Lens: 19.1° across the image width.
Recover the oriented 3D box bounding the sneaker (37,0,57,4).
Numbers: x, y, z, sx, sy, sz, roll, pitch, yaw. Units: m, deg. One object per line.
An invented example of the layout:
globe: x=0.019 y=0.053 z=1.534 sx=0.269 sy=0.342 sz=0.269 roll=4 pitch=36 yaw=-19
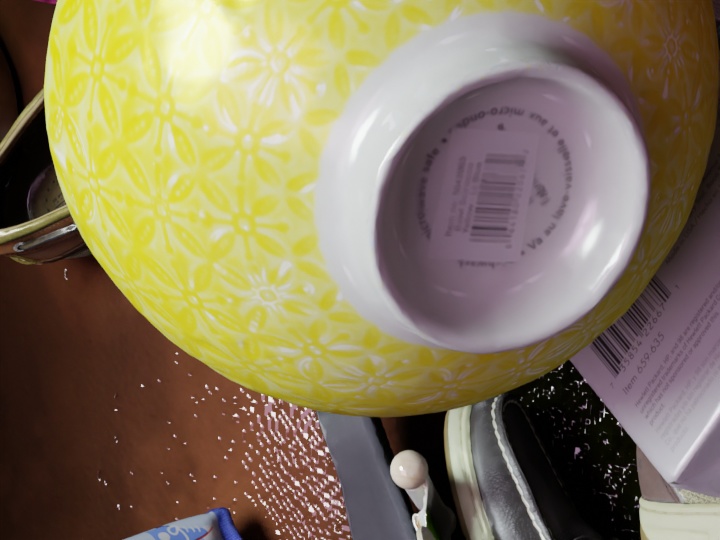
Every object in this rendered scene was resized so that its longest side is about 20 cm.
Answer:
sneaker: x=-0.135 y=-0.156 z=0.851 sx=0.200 sy=0.081 sz=0.089 roll=32 pitch=110 yaw=62

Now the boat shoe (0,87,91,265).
boat shoe: x=-0.091 y=-0.062 z=0.876 sx=0.200 sy=0.068 sz=0.072 roll=-43 pitch=71 yaw=32

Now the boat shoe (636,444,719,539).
boat shoe: x=0.171 y=0.053 z=0.702 sx=0.200 sy=0.071 sz=0.067 roll=-14 pitch=95 yaw=41

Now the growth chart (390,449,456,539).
growth chart: x=0.054 y=0.163 z=0.778 sx=0.018 sy=0.145 sz=0.202 roll=-22 pitch=81 yaw=1

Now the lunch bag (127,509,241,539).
lunch bag: x=-0.097 y=0.224 z=0.857 sx=0.124 sy=0.169 sz=0.201 roll=-44 pitch=70 yaw=46

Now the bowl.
bowl: x=0.021 y=-0.036 z=0.583 sx=0.108 sy=0.198 sz=0.202 roll=-127 pitch=49 yaw=-59

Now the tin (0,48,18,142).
tin: x=-0.226 y=-0.111 z=0.988 sx=0.112 sy=0.042 sz=0.201 roll=-33 pitch=78 yaw=31

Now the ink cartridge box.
ink cartridge box: x=0.103 y=-0.031 z=0.709 sx=0.116 sy=0.066 sz=0.200 roll=-58 pitch=41 yaw=22

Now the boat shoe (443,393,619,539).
boat shoe: x=0.094 y=0.131 z=0.780 sx=0.064 sy=0.073 sz=0.201 roll=-28 pitch=79 yaw=20

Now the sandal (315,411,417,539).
sandal: x=0.013 y=0.137 z=0.813 sx=0.042 sy=0.076 sz=0.202 roll=-20 pitch=80 yaw=2
